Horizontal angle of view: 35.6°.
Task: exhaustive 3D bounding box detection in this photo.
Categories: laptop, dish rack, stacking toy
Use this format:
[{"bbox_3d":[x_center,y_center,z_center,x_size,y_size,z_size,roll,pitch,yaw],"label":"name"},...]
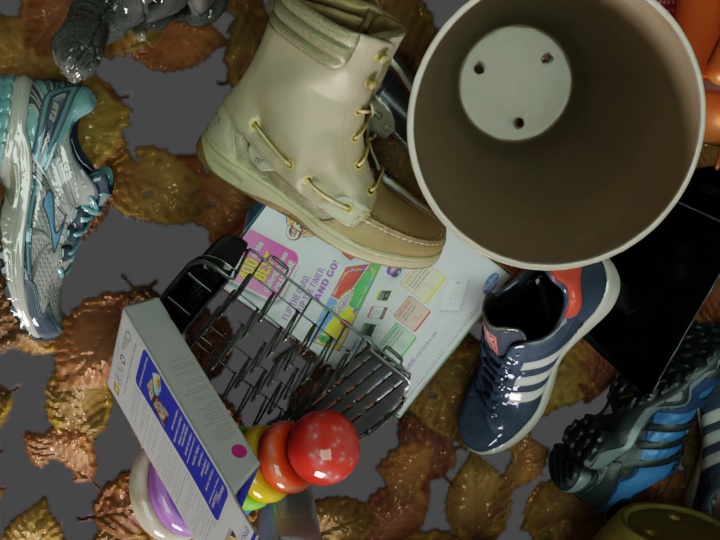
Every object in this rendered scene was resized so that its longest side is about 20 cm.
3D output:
[{"bbox_3d":[0.277,-0.005,0.868,0.198,0.187,0.117,-9,106,-7],"label":"laptop"},{"bbox_3d":[-0.066,0.070,0.860,0.199,0.055,0.153,38,136,-9],"label":"dish rack"},{"bbox_3d":[-0.083,0.153,0.856,0.199,0.085,0.086,-19,110,35],"label":"stacking toy"}]

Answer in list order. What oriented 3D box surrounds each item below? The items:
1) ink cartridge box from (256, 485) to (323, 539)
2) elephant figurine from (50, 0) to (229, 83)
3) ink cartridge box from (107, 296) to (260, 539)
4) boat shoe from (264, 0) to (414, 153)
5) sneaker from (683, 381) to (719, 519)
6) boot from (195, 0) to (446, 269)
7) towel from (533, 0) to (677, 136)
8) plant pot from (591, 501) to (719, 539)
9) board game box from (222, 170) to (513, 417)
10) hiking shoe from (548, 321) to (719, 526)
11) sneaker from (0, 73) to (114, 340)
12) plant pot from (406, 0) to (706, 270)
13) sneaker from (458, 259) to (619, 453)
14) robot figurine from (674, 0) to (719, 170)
[{"bbox_3d":[-0.063,0.279,0.882,0.040,0.200,0.202,5,103,-11],"label":"ink cartridge box"},{"bbox_3d":[-0.132,-0.215,0.742,0.140,0.200,0.157,-6,105,-7],"label":"elephant figurine"},{"bbox_3d":[-0.120,0.124,0.798,0.037,0.201,0.095,-15,146,-32],"label":"ink cartridge box"},{"bbox_3d":[0.008,-0.139,0.853,0.062,0.071,0.201,-34,108,10],"label":"boat shoe"},{"bbox_3d":[0.333,0.151,0.970,0.074,0.085,0.202,-2,104,-8],"label":"sneaker"},{"bbox_3d":[0.001,-0.101,0.798,0.199,0.073,0.156,28,118,-9],"label":"boot"},{"bbox_3d":[0.206,-0.210,0.890,0.143,0.022,0.202,-3,107,-10],"label":"towel"},{"bbox_3d":[0.254,0.279,0.933,0.198,0.200,0.143,5,102,-10],"label":"plant pot"},{"bbox_3d":[0.000,0.000,0.902,0.199,0.040,0.153,37,96,-16],"label":"board game box"},{"bbox_3d":[0.254,0.128,0.966,0.087,0.075,0.200,39,106,-23],"label":"hiking shoe"},{"bbox_3d":[-0.227,-0.045,0.838,0.085,0.078,0.202,-3,105,-11],"label":"sneaker"},{"bbox_3d":[0.122,-0.118,0.789,0.185,0.200,0.189,0,106,0],"label":"plant pot"},{"bbox_3d":[0.117,0.062,0.886,0.084,0.075,0.201,6,121,-41],"label":"sneaker"},{"bbox_3d":[0.293,-0.179,0.846,0.115,0.144,0.202,0,105,-10],"label":"robot figurine"}]
